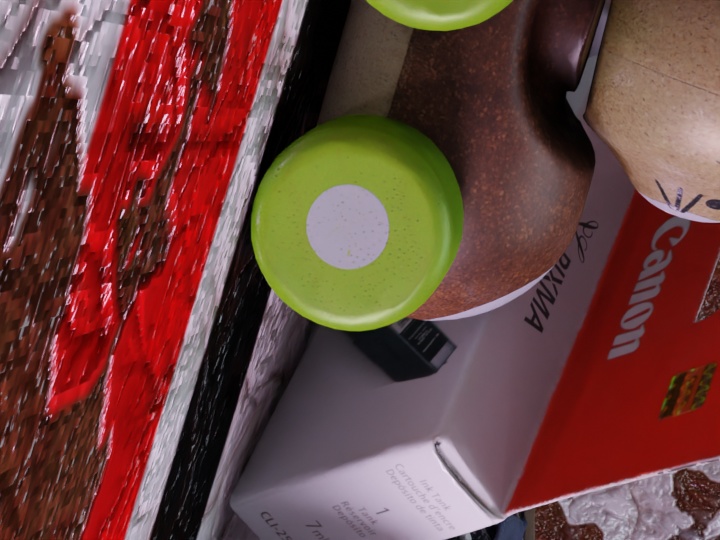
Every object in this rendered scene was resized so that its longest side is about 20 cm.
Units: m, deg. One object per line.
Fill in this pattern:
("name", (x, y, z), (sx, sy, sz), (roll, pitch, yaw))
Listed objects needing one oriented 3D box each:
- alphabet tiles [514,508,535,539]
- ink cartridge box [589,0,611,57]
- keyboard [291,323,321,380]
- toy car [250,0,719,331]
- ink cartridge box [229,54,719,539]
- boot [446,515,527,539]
("alphabet tiles", (0.074, 0.055, 1.046), (0.168, 0.007, 0.201), (-96, -178, -55))
("ink cartridge box", (0.113, -0.127, 0.931), (0.200, 0.043, 0.175), (-113, -164, -64))
("keyboard", (0.000, 0.000, 0.801), (0.056, 0.011, 0.201), (100, 10, -50))
("toy car", (0.091, -0.043, 0.602), (0.164, 0.199, 0.159), (-49, 156, -74))
("ink cartridge box", (0.063, 0.000, 0.697), (0.173, 0.044, 0.200), (-23, -152, 40))
("boot", (0.015, 0.110, 0.712), (0.090, 0.073, 0.200), (-47, -172, 1))
